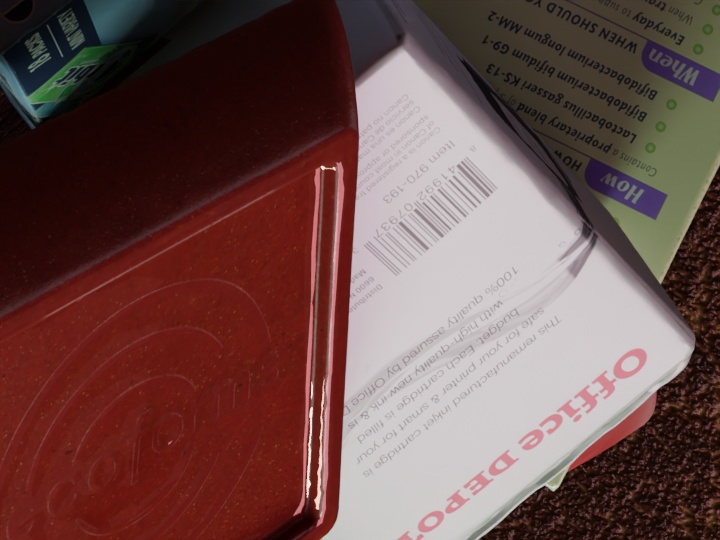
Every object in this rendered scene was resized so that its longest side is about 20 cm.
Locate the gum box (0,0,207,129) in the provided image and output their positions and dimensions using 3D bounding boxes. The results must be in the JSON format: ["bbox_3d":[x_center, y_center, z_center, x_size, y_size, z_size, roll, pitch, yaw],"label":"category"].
[{"bbox_3d":[-0.038,-0.126,0.788,0.200,0.045,0.170,-38,175,-6],"label":"gum box"}]

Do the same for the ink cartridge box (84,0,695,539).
[{"bbox_3d":[0.000,0.000,0.836,0.145,0.084,0.200,-39,134,9],"label":"ink cartridge box"}]

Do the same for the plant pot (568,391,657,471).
[{"bbox_3d":[0.009,0.026,1.127,0.182,0.201,0.200,-29,173,-14],"label":"plant pot"}]

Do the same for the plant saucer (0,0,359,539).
[{"bbox_3d":[-0.070,0.045,0.702,0.199,0.037,0.201,-31,139,-35],"label":"plant saucer"}]

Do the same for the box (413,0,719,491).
[{"bbox_3d":[0.045,-0.047,0.972,0.201,0.175,0.097,-65,174,6],"label":"box"}]
